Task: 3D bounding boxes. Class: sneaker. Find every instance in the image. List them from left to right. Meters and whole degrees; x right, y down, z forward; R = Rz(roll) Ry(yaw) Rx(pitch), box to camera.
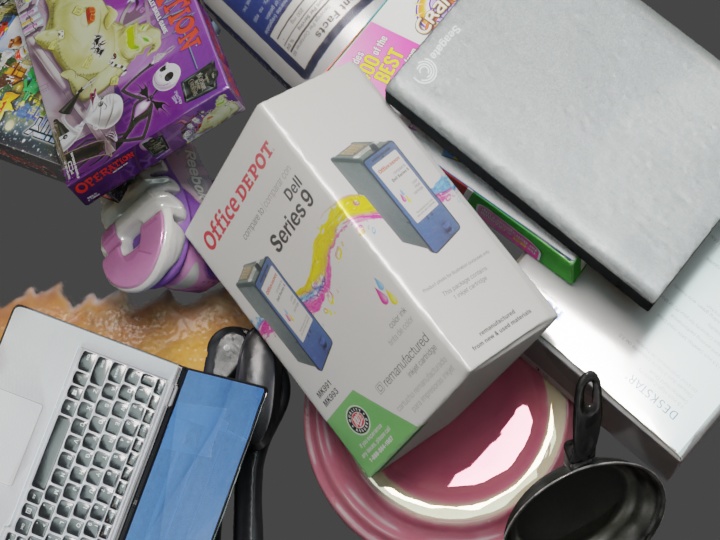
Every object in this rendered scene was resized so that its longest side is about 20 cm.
[{"bbox_3d":[-0.134,-0.063,1.058,0.080,0.088,0.202,-38,50,31],"label":"sneaker"}]

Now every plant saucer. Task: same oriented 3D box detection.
[{"bbox_3d":[0.060,0.093,1.022,0.197,0.051,0.203,0,75,0],"label":"plant saucer"}]

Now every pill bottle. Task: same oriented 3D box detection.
[{"bbox_3d":[-0.023,-0.175,1.065,0.111,0.111,0.200,-44,79,-11],"label":"pill bottle"}]

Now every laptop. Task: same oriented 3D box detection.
[{"bbox_3d":[-0.175,0.133,0.971,0.198,0.116,0.189,20,81,6],"label":"laptop"}]

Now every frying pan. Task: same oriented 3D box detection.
[{"bbox_3d":[0.123,0.136,0.956,0.114,0.191,0.031,-32,42,5],"label":"frying pan"}]

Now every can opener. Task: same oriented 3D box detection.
[{"bbox_3d":[-0.086,0.135,1.009,0.062,0.079,0.203,7,87,10],"label":"can opener"}]

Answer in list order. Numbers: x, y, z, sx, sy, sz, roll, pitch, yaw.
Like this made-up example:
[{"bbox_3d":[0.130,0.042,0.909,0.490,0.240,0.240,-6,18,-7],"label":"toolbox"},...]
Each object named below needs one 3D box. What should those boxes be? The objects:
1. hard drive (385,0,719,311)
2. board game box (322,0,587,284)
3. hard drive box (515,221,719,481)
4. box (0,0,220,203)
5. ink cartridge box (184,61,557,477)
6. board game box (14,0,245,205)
[{"bbox_3d":[0.132,-0.093,0.903,0.199,0.033,0.140,39,80,9],"label":"hard drive"},{"bbox_3d":[0.096,-0.112,0.959,0.199,0.040,0.153,37,79,17],"label":"board game box"},{"bbox_3d":[0.200,0.002,0.974,0.156,0.077,0.200,41,80,15],"label":"hard drive box"},{"bbox_3d":[-0.206,-0.137,1.049,0.198,0.038,0.138,19,73,34],"label":"box"},{"bbox_3d":[0.000,0.000,0.936,0.087,0.146,0.201,-27,75,-38],"label":"ink cartridge box"},{"bbox_3d":[-0.154,-0.148,0.989,0.119,0.032,0.201,-28,53,5],"label":"board game box"}]
